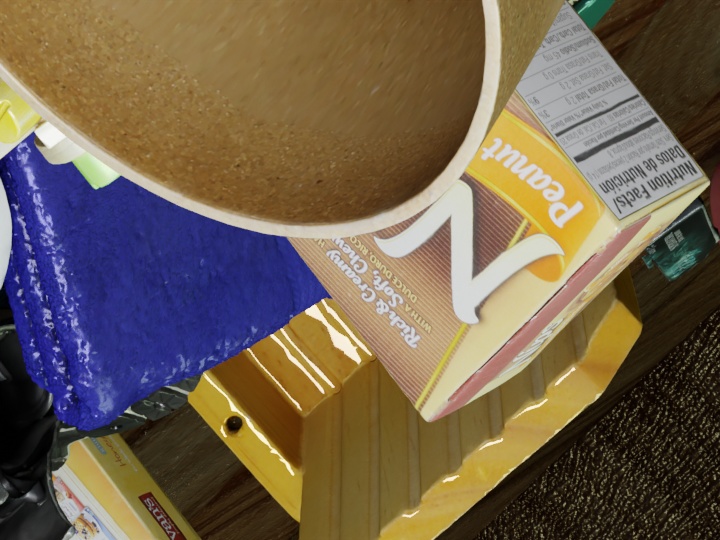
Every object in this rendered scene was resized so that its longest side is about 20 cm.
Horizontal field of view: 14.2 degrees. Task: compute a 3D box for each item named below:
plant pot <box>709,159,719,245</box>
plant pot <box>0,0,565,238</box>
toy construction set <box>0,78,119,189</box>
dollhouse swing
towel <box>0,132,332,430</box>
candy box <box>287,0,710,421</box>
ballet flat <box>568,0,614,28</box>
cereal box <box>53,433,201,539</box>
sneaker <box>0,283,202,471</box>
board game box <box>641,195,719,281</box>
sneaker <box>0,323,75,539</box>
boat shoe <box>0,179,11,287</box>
[{"bbox_3d":[0.412,-0.058,2.337,0.177,0.201,0.200,-37,174,40],"label":"plant pot"},{"bbox_3d":[0.005,-0.140,0.729,0.200,0.186,0.186,-48,177,-36],"label":"plant pot"},{"bbox_3d":[-0.142,-0.032,0.860,0.200,0.092,0.131,-27,-169,-18],"label":"toy construction set"},{"bbox_3d":[0.000,0.000,1.148,0.200,0.182,0.176,-41,-178,17],"label":"dollhouse swing"},{"bbox_3d":[-0.055,-0.046,1.031,0.049,0.148,0.200,1,-157,45],"label":"towel"},{"bbox_3d":[0.006,-0.066,0.922,0.055,0.200,0.115,-28,166,-44],"label":"candy box"},{"bbox_3d":[0.057,-0.100,1.339,0.070,0.065,0.200,-29,164,-39],"label":"ballet flat"},{"bbox_3d":[-0.182,0.134,1.295,0.200,0.144,0.040,-42,170,21],"label":"cereal box"},{"bbox_3d":[-0.128,0.024,1.164,0.078,0.089,0.200,6,160,-34],"label":"sneaker"},{"bbox_3d":[0.054,-0.088,0.994,0.028,0.200,0.135,-36,170,5],"label":"board game box"},{"bbox_3d":[-0.146,0.053,1.052,0.104,0.060,0.200,-41,-153,24],"label":"sneaker"},{"bbox_3d":[-0.188,0.024,0.992,0.065,0.074,0.200,-33,168,-49],"label":"boat shoe"}]
